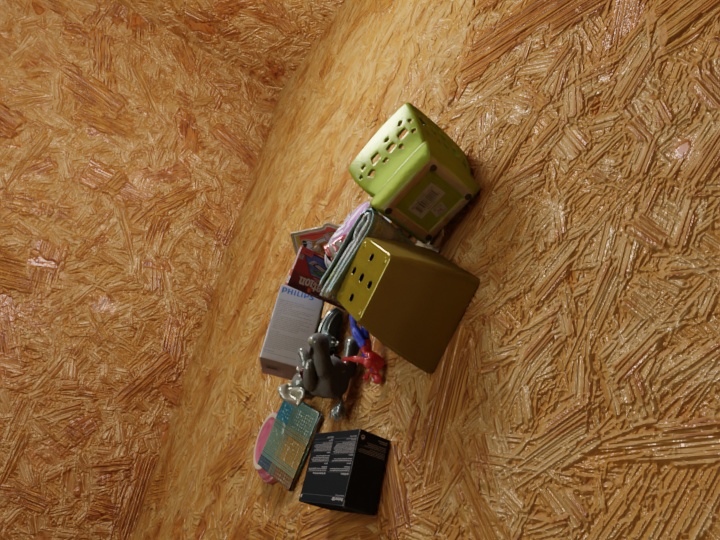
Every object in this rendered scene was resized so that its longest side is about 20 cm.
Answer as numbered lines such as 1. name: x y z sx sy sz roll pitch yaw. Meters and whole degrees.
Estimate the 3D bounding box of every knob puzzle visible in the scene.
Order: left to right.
1. knob puzzle: -0.066 -0.027 1.575 0.221 0.218 0.031 -56 9 23

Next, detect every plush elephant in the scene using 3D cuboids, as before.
1. plush elephant: -0.099 0.239 1.410 0.153 0.164 0.203 -2 89 38

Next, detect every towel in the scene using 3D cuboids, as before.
1. towel: -0.176 0.421 1.525 0.146 0.022 0.202 21 89 44
2. towel: 0.014 -0.008 1.270 0.048 0.171 0.201 32 89 39

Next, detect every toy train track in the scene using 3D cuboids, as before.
1. toy train track: 0.116 -0.012 1.339 0.202 0.032 0.115 -67 22 1

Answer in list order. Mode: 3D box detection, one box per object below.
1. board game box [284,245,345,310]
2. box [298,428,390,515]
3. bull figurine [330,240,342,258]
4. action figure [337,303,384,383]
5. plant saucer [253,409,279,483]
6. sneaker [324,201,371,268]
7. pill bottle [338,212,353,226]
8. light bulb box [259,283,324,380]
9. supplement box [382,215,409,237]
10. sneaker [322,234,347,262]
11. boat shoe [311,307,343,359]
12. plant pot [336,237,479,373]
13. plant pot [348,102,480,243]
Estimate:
1. board game box: -0.083 0.025 1.533 0.019 0.198 0.104 16 82 61
2. box: -0.035 0.399 1.217 0.199 0.078 0.143 -28 41 56
3. bull figurine: 0.001 -0.029 1.360 0.199 0.065 0.122 -36 62 -10
4. action figure: -0.008 0.168 1.346 0.099 0.065 0.202 -46 53 33
5. plant saucer: -0.233 0.462 1.642 0.201 0.050 0.202 -49 28 37
6. sneaker: -0.016 -0.087 1.486 0.202 0.072 0.114 -60 14 -9
7. pill bottle: -0.046 -0.051 1.640 0.201 0.110 0.112 -56 24 24
8. light bulb box: -0.180 0.172 1.632 0.199 0.123 0.203 109 176 -67
9. supplement box: 0.106 -0.155 1.460 0.202 0.066 0.069 -67 24 0
10. sneaker: 0.000 0.000 1.427 0.086 0.201 0.074 -38 -5 -4
11. boat shoe: -0.076 0.194 1.550 0.061 0.073 0.202 9 73 40
12. plant pot: 0.071 0.045 1.178 0.202 0.175 0.200 -64 26 7
13. plant pot: 0.117 -0.189 1.278 0.200 0.198 0.183 -45 35 20
